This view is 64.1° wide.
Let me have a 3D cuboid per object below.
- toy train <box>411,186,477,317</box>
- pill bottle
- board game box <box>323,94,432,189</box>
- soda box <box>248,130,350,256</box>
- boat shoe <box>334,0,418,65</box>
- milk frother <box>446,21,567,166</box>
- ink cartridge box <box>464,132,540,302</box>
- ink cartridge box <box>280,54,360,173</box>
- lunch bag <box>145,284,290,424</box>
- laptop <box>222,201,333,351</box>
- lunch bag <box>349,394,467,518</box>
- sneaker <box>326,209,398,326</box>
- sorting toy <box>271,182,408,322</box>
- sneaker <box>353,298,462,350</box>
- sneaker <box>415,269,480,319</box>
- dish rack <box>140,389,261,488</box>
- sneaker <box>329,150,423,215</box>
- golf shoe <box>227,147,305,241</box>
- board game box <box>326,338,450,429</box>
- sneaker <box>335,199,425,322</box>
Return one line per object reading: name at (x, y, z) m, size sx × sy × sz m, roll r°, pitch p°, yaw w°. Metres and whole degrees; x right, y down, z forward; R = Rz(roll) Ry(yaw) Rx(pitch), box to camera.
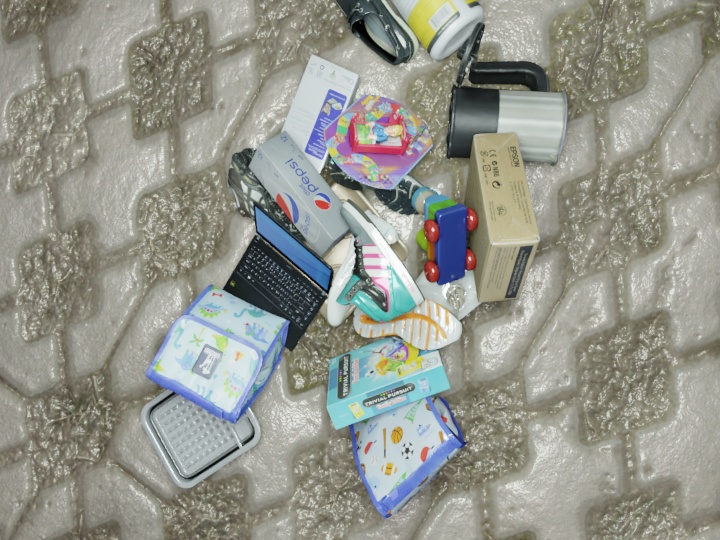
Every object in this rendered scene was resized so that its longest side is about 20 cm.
toy train at (0.126, -0.026, 0.930) m, size 0.082 × 0.116 × 0.206 m, roll -15°, pitch 125°, yaw -15°
pill bottle at (0.110, -0.471, 0.965) m, size 0.111 × 0.112 × 0.203 m, roll -35°, pitch 87°, yaw 6°
board game box at (0.034, -0.233, 0.958) m, size 0.157 × 0.039 × 0.200 m, roll 38°, pitch 58°, yaw 8°
soda box at (-0.098, -0.129, 0.968) m, size 0.202 × 0.063 × 0.068 m, roll 51°, pitch 53°, yaw 1°
boat shoe at (0.011, -0.429, 0.990) m, size 0.200 × 0.074 × 0.066 m, roll 46°, pitch 59°, yaw -4°
milk frother at (0.235, -0.274, 0.912) m, size 0.180 × 0.200 × 0.188 m, roll 4°, pitch 87°, yaw 6°
ink cartridge box at (0.213, -0.081, 0.896) m, size 0.072 × 0.167 × 0.206 m, roll -4°, pitch 59°, yaw 3°
ink cartridge box at (-0.080, -0.267, 1.027) m, size 0.097 × 0.039 × 0.206 m, roll 24°, pitch 92°, yaw 5°
lunch bag at (-0.233, 0.142, 0.960) m, size 0.165 × 0.202 × 0.130 m, roll 23°, pitch 129°, yaw 7°
laptop at (-0.148, 0.017, 0.986) m, size 0.176 × 0.103 × 0.203 m, roll 38°, pitch 105°, yaw 8°
lunch bag at (0.079, 0.282, 0.931) m, size 0.170 × 0.200 × 0.124 m, roll -44°, pitch 103°, yaw 5°
sneaker at (0.001, 0.006, 0.974) m, size 0.078 × 0.070 × 0.206 m, roll 24°, pitch 97°, yaw 4°
sorting toy at (-0.037, -0.034, 1.031) m, size 0.200 × 0.036 × 0.186 m, roll -43°, pitch 86°, yaw 10°
sneaker at (0.083, 0.084, 0.961) m, size 0.194 × 0.076 × 0.082 m, roll 7°, pitch 88°, yaw 35°
sneaker at (0.178, -0.001, 0.985) m, size 0.198 × 0.074 × 0.117 m, roll -39°, pitch 90°, yaw 7°
dish rack at (-0.288, 0.278, 1.056) m, size 0.197 × 0.044 × 0.175 m, roll -33°, pitch 88°, yaw 6°
sneaker at (0.045, -0.172, 0.995) m, size 0.195 × 0.078 × 0.088 m, roll 25°, pitch 52°, yaw -12°
golf shoe at (-0.168, -0.116, 1.023) m, size 0.203 × 0.077 × 0.095 m, roll 55°, pitch 132°, yaw 11°
board game box at (0.042, 0.170, 0.960) m, size 0.194 × 0.152 × 0.048 m, roll -21°, pitch 109°, yaw 6°
sneaker at (0.000, 0.000, 0.908) m, size 0.119 × 0.084 × 0.203 m, roll -36°, pitch 81°, yaw 0°
